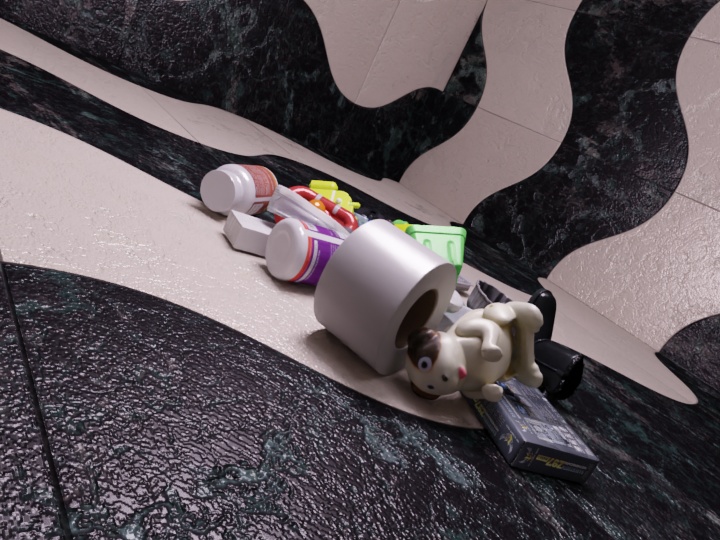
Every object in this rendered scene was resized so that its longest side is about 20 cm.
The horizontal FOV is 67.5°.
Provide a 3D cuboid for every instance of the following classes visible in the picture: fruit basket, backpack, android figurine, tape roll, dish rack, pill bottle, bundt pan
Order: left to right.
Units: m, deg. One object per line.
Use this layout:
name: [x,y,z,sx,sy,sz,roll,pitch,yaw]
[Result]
pill bottle: [-0.269,-0.179,1.202,0.111,0.114,0.200,29,15,9]
pill bottle: [-0.078,-0.026,1.038,0.198,0.114,0.112,13,20,-44]
android figurine: [-0.100,-0.148,1.336,0.195,0.041,0.185,6,54,10]
backpack: [0.013,-0.104,1.436,0.161,0.156,0.200,29,-7,-2]
tape roll: [0.040,0.041,0.855,0.138,0.206,0.201,34,16,27]
fruit basket: [0.137,-0.029,1.189,0.152,0.220,0.216,3,19,-7]
dish rack: [0.230,0.010,1.595,0.198,0.044,0.171,10,22,-48]
bundt pan: [0.344,0.117,1.344,0.200,0.076,0.203,34,20,-14]

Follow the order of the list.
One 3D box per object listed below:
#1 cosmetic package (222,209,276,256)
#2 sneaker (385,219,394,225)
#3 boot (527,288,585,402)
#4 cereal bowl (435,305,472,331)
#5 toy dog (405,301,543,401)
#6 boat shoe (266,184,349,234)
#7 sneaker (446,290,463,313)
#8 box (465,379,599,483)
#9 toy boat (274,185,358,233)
cosmetic package: [-0.173,-0.058,1.094,0.197,0.051,0.083,17,20,-37]
sneaker: [0.025,0.000,1.003,0.077,0.203,0.076,6,28,-17]
boot: [0.402,0.158,1.136,0.072,0.202,0.162,14,13,-30]
cereal bowl: [0.216,0.144,1.054,0.197,0.084,0.201,26,16,-8]
toy dog: [0.161,0.122,0.840,0.197,0.142,0.193,-15,29,-30]
boat shoe: [-0.102,-0.094,1.109,0.199,0.069,0.072,34,-3,-29]
sneaker: [0.109,0.070,1.024,0.073,0.120,0.200,14,10,-36]
box: [0.265,0.243,0.877,0.155,0.052,0.201,21,17,-24]
toy boat: [-0.102,-0.118,1.210,0.198,0.132,0.131,29,-17,10]
